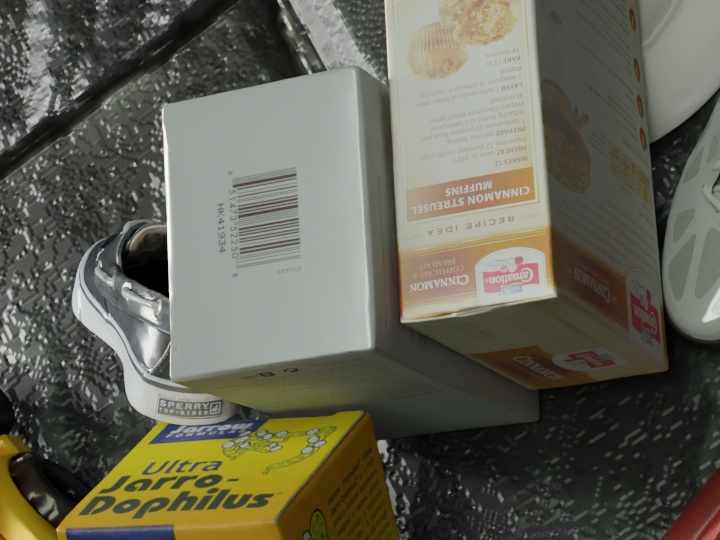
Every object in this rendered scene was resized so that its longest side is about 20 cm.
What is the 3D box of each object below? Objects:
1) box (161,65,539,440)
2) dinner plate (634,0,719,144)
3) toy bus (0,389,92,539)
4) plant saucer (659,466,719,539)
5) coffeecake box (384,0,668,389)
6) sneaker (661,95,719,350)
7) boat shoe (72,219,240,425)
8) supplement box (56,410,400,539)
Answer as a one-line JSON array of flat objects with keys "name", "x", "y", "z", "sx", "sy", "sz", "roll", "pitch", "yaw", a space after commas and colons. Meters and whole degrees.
[{"name": "box", "x": 0.000, "y": 0.000, "z": 1.028, "sx": 0.097, "sy": 0.200, "sz": 0.125, "roll": -10, "pitch": 74, "yaw": 23}, {"name": "dinner plate", "x": 0.102, "y": -0.151, "z": 1.115, "sx": 0.199, "sy": 0.024, "sz": 0.201, "roll": -6, "pitch": 75, "yaw": 23}, {"name": "toy bus", "x": -0.240, "y": 0.120, "z": 1.121, "sx": 0.200, "sy": 0.192, "sz": 0.136, "roll": 42, "pitch": 96, "yaw": 25}, {"name": "plant saucer", "x": 0.251, "y": 0.113, "z": 0.980, "sx": 0.200, "sy": 0.037, "sz": 0.200, "roll": 41, "pitch": 96, "yaw": 26}, {"name": "coffeecake box", "x": 0.074, "y": -0.062, "z": 1.006, "sx": 0.073, "sy": 0.153, "sz": 0.201, "roll": -10, "pitch": 72, "yaw": 23}, {"name": "sneaker", "x": 0.172, "y": -0.067, "z": 1.012, "sx": 0.075, "sy": 0.115, "sz": 0.201, "roll": 20, "pitch": 88, "yaw": 27}, {"name": "boat shoe", "x": -0.097, "y": 0.007, "z": 1.093, "sx": 0.071, "sy": 0.200, "sz": 0.068, "roll": 2, "pitch": 108, "yaw": -13}, {"name": "supplement box", "x": -0.041, "y": 0.176, "z": 1.011, "sx": 0.108, "sy": 0.110, "sz": 0.201, "roll": -5, "pitch": 110, "yaw": 24}]
